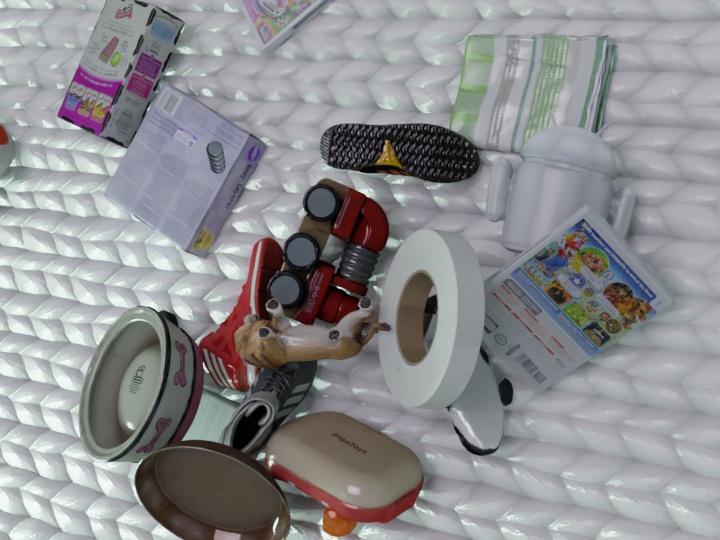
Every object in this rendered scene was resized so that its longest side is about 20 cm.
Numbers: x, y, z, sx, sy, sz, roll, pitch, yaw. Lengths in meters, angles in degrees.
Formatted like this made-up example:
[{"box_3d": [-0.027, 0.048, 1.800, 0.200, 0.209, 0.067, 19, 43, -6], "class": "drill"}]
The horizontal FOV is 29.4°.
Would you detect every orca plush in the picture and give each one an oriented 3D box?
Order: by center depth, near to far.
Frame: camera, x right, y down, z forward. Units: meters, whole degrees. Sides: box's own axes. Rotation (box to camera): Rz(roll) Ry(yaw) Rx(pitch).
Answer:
[{"box_3d": [0.107, 0.129, 1.605, 0.201, 0.104, 0.071, 61, 145, 16], "class": "orca plush"}]

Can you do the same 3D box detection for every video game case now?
[{"box_3d": [0.221, 0.035, 1.506, 0.143, 0.018, 0.200, 45, 122, -12], "class": "video game case"}, {"box_3d": [-0.084, -0.414, 1.891, 0.199, 0.018, 0.144, -37, 61, 19], "class": "video game case"}]

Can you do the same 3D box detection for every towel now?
[{"box_3d": [0.202, -0.215, 1.657, 0.198, 0.031, 0.151, 8, 82, 33], "class": "towel"}]

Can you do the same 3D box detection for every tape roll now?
[{"box_3d": [0.077, 0.055, 1.537, 0.202, 0.037, 0.205, -174, 90, -66], "class": "tape roll"}]

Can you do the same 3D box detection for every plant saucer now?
[{"box_3d": [-0.174, 0.268, 1.649, 0.198, 0.201, 0.035, -12, 36, 29], "class": "plant saucer"}]

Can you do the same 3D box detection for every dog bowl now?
[{"box_3d": [-0.273, 0.151, 1.731, 0.199, 0.073, 0.202, -29, 50, 41], "class": "dog bowl"}]

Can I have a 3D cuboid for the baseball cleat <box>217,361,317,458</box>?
[{"box_3d": [-0.104, 0.153, 1.678, 0.069, 0.107, 0.201, 30, 66, -2], "class": "baseball cleat"}]

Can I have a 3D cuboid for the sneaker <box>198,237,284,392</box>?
[{"box_3d": [-0.161, 0.058, 1.785, 0.114, 0.078, 0.202, -2, 76, 30], "class": "sneaker"}]

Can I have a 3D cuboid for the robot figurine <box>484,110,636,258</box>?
[{"box_3d": [0.224, -0.076, 1.552, 0.168, 0.113, 0.202, 14, 90, 1], "class": "robot figurine"}]

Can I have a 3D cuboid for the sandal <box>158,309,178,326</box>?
[{"box_3d": [-0.242, 0.125, 1.815, 0.075, 0.048, 0.201, -50, 33, 21], "class": "sandal"}]

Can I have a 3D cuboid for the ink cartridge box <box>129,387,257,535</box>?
[{"box_3d": [-0.215, 0.237, 1.803, 0.199, 0.047, 0.162, 23, 91, 50], "class": "ink cartridge box"}]

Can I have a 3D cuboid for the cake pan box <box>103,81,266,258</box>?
[{"box_3d": [-0.248, -0.142, 1.905, 0.199, 0.052, 0.185, 31, 93, 33], "class": "cake pan box"}]

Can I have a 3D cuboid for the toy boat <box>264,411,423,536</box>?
[{"box_3d": [-0.025, 0.258, 1.640, 0.199, 0.130, 0.132, 25, 120, 34], "class": "toy boat"}]

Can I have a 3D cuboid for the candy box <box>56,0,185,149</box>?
[{"box_3d": [-0.347, -0.290, 1.983, 0.136, 0.061, 0.202, 25, 93, 46], "class": "candy box"}]

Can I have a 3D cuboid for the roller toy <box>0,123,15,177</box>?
[{"box_3d": [-0.630, -0.181, 2.067, 0.140, 0.200, 0.183, -49, 64, 12], "class": "roller toy"}]

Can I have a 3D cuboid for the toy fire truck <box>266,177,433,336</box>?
[{"box_3d": [0.000, 0.000, 1.690, 0.198, 0.129, 0.178, 23, 92, -3], "class": "toy fire truck"}]

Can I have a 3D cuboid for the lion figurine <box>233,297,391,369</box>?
[{"box_3d": [-0.058, 0.082, 1.631, 0.197, 0.123, 0.073, 7, 63, 8], "class": "lion figurine"}]

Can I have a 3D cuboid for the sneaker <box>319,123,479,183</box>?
[{"box_3d": [0.052, -0.151, 1.712, 0.198, 0.090, 0.071, 6, 97, 7], "class": "sneaker"}]
